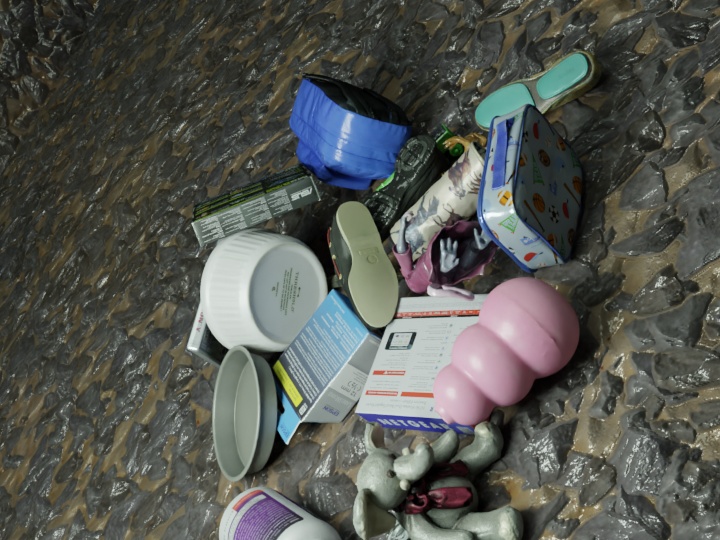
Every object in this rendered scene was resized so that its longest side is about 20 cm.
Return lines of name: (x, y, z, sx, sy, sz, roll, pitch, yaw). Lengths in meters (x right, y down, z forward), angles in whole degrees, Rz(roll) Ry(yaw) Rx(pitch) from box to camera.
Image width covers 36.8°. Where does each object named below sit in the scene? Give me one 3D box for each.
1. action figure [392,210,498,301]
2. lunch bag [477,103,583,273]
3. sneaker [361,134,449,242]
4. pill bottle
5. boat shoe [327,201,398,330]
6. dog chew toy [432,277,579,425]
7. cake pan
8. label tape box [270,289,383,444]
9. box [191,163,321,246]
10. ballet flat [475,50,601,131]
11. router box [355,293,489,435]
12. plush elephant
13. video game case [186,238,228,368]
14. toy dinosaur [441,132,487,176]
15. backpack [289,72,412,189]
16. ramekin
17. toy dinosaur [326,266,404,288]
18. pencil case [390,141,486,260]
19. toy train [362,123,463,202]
action figure: (0.113, -0.002, 1.466, 0.200, 0.133, 0.150, 145, 134, -61)
lunch bag: (0.218, -0.111, 1.405, 0.075, 0.160, 0.201, -19, 48, 39)
sneaker: (0.068, -0.103, 1.635, 0.200, 0.091, 0.076, -51, 45, 1)
pill bottle: (-0.091, 0.362, 1.395, 0.200, 0.111, 0.112, 16, 72, 54)
boat shoe: (0.003, 0.000, 1.551, 0.063, 0.073, 0.202, 119, 142, -52)
dog chew toy: (0.166, 0.104, 1.292, 0.200, 0.125, 0.124, -45, 34, -6)
cake pan: (-0.173, 0.213, 1.619, 0.200, 0.037, 0.202, -17, 70, 62)
label tape box: (-0.054, 0.147, 1.584, 0.200, 0.066, 0.143, -54, 34, 8)
box: (-0.169, -0.108, 1.721, 0.199, 0.048, 0.193, -22, 16, -4)
ballet flat: (0.261, -0.253, 1.566, 0.199, 0.071, 0.071, -26, 42, 33)
router box: (0.102, 0.122, 1.435, 0.199, 0.049, 0.180, -4, 58, 48)
plush elephant: (0.067, 0.250, 1.267, 0.199, 0.155, 0.165, -30, 40, 29)
video game case: (-0.219, 0.058, 1.744, 0.023, 0.200, 0.183, 12, 78, 11)
toy dinosaur: (0.184, -0.165, 1.601, 0.200, 0.060, 0.106, -44, 64, 19)
backpack: (-0.010, -0.217, 1.777, 0.200, 0.162, 0.169, 40, 121, 56)
ramekin: (-0.139, 0.034, 1.660, 0.094, 0.202, 0.203, 2, 61, 48)
toy dinosaur: (-0.008, -0.005, 1.682, 0.199, 0.047, 0.089, -15, 56, 46)
pencil case: (0.126, -0.092, 1.551, 0.200, 0.089, 0.078, -47, 70, 23)
toy train: (0.078, -0.147, 1.694, 0.200, 0.056, 0.042, -44, 35, 12)
